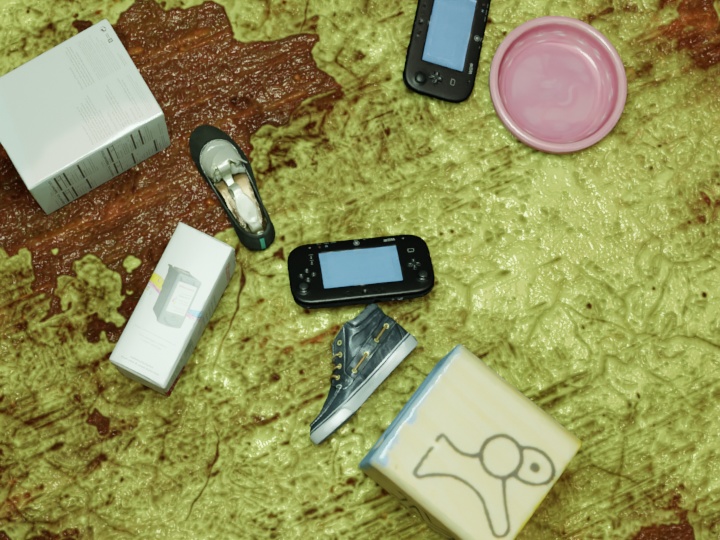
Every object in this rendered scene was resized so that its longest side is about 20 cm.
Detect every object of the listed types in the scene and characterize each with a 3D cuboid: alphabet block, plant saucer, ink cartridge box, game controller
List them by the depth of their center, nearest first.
[{"bbox_3d":[0.136,0.238,1.579,0.200,0.196,0.196,39,80,3],"label":"alphabet block"},{"bbox_3d":[-0.244,0.055,1.610,0.085,0.148,0.201,25,78,-1],"label":"ink cartridge box"},{"bbox_3d":[0.000,0.000,1.680,0.198,0.042,0.105,-6,60,-6],"label":"game controller"},{"bbox_3d":[0.279,-0.262,1.757,0.198,0.051,0.203,1,79,-5],"label":"plant saucer"},{"bbox_3d":[0.125,-0.342,1.757,0.103,0.042,0.202,12,79,-2],"label":"game controller"}]

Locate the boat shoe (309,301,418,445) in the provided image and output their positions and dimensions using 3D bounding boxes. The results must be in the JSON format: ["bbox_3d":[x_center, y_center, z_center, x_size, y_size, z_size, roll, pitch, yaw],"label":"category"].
[{"bbox_3d":[-0.019,0.138,1.654,0.091,0.071,0.200,42,73,5],"label":"boat shoe"}]

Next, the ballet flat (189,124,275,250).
[{"bbox_3d":[-0.173,-0.122,1.687,0.068,0.068,0.201,-30,83,-9],"label":"ballet flat"}]

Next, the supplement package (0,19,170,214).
[{"bbox_3d":[-0.381,-0.202,1.645,0.199,0.151,0.153,-31,84,-9],"label":"supplement package"}]
